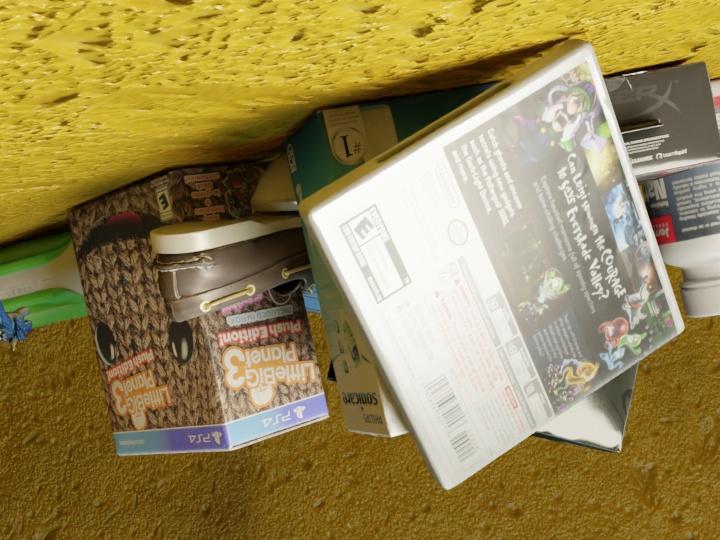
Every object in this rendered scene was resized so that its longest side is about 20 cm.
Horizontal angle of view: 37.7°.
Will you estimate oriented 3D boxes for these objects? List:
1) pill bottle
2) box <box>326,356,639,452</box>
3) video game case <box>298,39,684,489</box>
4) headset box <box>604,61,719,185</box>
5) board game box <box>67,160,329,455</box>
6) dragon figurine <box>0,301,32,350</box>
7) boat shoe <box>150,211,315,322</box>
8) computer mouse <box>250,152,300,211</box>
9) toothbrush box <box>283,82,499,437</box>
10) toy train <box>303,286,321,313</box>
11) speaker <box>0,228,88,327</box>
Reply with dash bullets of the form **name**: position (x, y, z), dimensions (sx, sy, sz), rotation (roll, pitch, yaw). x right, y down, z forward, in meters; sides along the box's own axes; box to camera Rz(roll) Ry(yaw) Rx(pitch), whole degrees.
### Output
- **pill bottle**: position (0.319, -0.064, 0.957), dimensions (0.119, 0.201, 0.120), rotation (-12, 179, 0)
- **box**: position (0.098, 0.040, 0.801), dimensions (0.199, 0.149, 0.124), rotation (17, 173, -15)
- **video game case**: position (0.083, 0.001, 0.597), dimensions (0.181, 0.200, 0.023), rotation (-31, -153, -10)
- **headset box**: position (0.174, -0.098, 0.814), dimensions (0.148, 0.075, 0.200), rotation (-11, 180, -4)
- **board game box**: position (-0.129, 0.032, 0.816), dimensions (0.097, 0.201, 0.159), rotation (-12, 179, -44)
- **dragon figurine**: position (-0.290, 0.015, 0.739), dimensions (0.059, 0.100, 0.200), rotation (-13, 179, 5)
- **boat shoe**: position (-0.058, -0.011, 0.732), dimensions (0.072, 0.060, 0.200), rotation (2, -170, 40)
- **computer mouse**: position (-0.008, -0.075, 0.786), dimensions (0.109, 0.044, 0.200), rotation (1, -171, 29)
- **toothbrush box**: position (0.048, -0.008, 0.679), dimensions (0.146, 0.201, 0.085), rotation (-11, 179, -19)
- **toy train**: position (-0.017, -0.009, 0.898), dimensions (0.199, 0.115, 0.087), rotation (11, -143, -15)
- **speaker**: position (-0.288, 0.009, 0.978), dimensions (0.199, 0.089, 0.088), rotation (-12, 179, 29)
